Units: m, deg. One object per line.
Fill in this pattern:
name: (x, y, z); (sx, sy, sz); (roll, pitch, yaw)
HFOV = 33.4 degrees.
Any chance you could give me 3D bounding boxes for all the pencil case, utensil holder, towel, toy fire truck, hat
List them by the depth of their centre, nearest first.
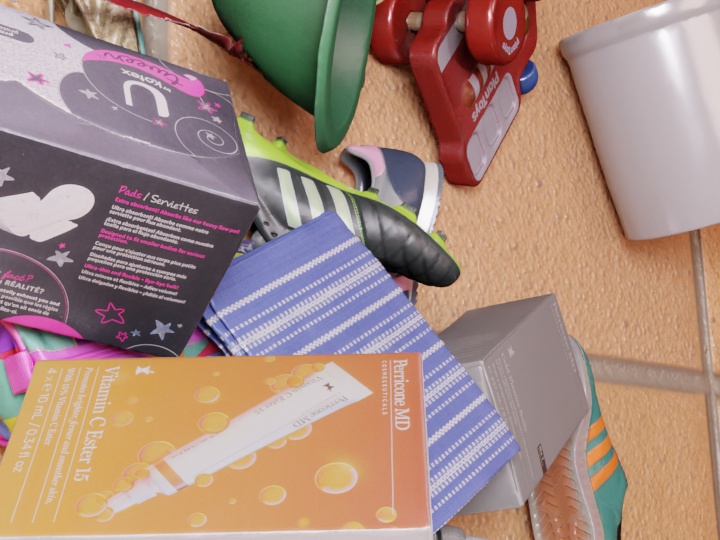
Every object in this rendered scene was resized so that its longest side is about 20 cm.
pencil case: (-0.132, 0.041, 0.714); (0.200, 0.088, 0.088); (-18, 91, -43)
towel: (-0.002, 0.063, 0.721); (0.200, 0.024, 0.145); (52, 43, 6)
hat: (-0.088, -0.178, 0.780); (0.176, 0.200, 0.166); (11, 72, 6)
toy fire truck: (0.099, -0.191, 0.998); (0.200, 0.112, 0.168); (-61, 143, -35)
utensil holder: (0.295, -0.145, 1.116); (0.170, 0.170, 0.200); (-23, 98, -44)

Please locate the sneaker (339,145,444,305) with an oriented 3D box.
sneaker: (0.000, 0.000, 0.877); (0.082, 0.070, 0.200); (19, 65, -13)

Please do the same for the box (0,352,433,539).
box: (-0.066, 0.116, 0.584); (0.124, 0.200, 0.098); (-90, 178, -55)

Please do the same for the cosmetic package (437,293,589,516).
cosmetic package: (0.096, 0.093, 0.875); (0.200, 0.090, 0.107); (-31, 105, -61)

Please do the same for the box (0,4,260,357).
box: (-0.170, -0.056, 0.627); (0.200, 0.115, 0.132); (17, 32, -27)

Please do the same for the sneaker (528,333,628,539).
sneaker: (0.176, 0.152, 0.994); (0.080, 0.071, 0.200); (14, 69, -53)

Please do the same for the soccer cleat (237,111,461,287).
soccer cleat: (-0.029, -0.029, 0.812); (0.200, 0.068, 0.081); (29, 77, -2)

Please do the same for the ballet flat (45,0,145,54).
ballet flat: (-0.159, -0.110, 0.757); (0.065, 0.071, 0.200); (-16, 87, -18)

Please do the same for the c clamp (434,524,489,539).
c clamp: (-0.007, 0.147, 0.735); (0.200, 0.171, 0.027); (18, 91, -25)

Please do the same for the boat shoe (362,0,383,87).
boat shoe: (-0.011, -0.222, 0.871); (0.072, 0.060, 0.202); (-63, 151, -62)
